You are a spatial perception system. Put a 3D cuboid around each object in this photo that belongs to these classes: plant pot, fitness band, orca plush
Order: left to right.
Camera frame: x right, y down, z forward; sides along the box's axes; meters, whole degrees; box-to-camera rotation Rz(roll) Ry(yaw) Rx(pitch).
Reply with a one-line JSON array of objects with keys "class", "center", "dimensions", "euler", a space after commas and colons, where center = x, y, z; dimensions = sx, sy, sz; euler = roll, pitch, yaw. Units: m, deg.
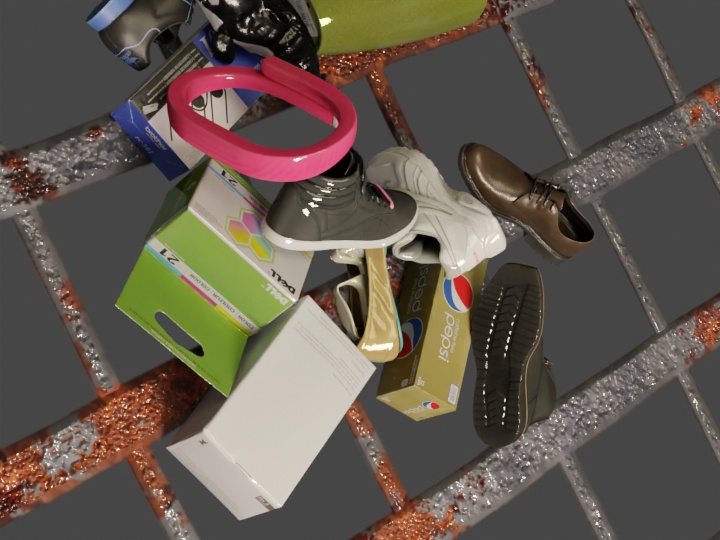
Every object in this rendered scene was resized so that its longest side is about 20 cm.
[{"class": "fitness band", "center": [-0.097, -0.150, 1.504], "dimensions": [0.200, 0.037, 0.144], "euler": [29, 47, 29]}, {"class": "orca plush", "center": [-0.091, -0.244, 1.587], "dimensions": [0.105, 0.071, 0.200], "euler": [-45, 118, -23]}, {"class": "plant pot", "center": [0.007, -0.321, 1.708], "dimensions": [0.200, 0.187, 0.187], "euler": [-30, 93, -26]}]

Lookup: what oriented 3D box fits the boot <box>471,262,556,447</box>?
[{"class": "boot", "center": [0.182, 0.085, 1.706], "dimensions": [0.138, 0.077, 0.200], "euler": [-11, 115, -60]}]

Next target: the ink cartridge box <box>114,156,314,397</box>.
[{"class": "ink cartridge box", "center": [-0.135, 0.004, 1.489], "dimensions": [0.148, 0.076, 0.200], "euler": [42, 31, -18]}]

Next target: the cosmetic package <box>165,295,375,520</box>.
[{"class": "cosmetic package", "center": [-0.086, 0.134, 1.520], "dimensions": [0.113, 0.081, 0.200], "euler": [49, 53, -13]}]

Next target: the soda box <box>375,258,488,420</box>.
[{"class": "soda box", "center": [0.080, 0.058, 1.681], "dimensions": [0.064, 0.068, 0.200], "euler": [32, 57, -28]}]

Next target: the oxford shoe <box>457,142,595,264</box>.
[{"class": "oxford shoe", "center": [0.201, -0.091, 1.820], "dimensions": [0.200, 0.084, 0.073], "euler": [36, 57, -20]}]

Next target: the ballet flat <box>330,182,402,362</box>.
[{"class": "ballet flat", "center": [0.000, 0.000, 1.646], "dimensions": [0.063, 0.069, 0.200], "euler": [-4, 75, -23]}]

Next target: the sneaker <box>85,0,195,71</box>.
[{"class": "sneaker", "center": [-0.200, -0.288, 1.597], "dimensions": [0.078, 0.070, 0.200], "euler": [49, 57, -19]}]

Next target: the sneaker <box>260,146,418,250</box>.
[{"class": "sneaker", "center": [-0.002, -0.079, 1.541], "dimensions": [0.200, 0.099, 0.071], "euler": [-9, 46, -42]}]

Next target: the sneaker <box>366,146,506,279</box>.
[{"class": "sneaker", "center": [0.059, -0.061, 1.660], "dimensions": [0.099, 0.200, 0.078], "euler": [-38, 139, -16]}]

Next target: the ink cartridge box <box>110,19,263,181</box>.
[{"class": "ink cartridge box", "center": [-0.162, -0.191, 1.601], "dimensions": [0.094, 0.044, 0.200], "euler": [49, 51, -15]}]
